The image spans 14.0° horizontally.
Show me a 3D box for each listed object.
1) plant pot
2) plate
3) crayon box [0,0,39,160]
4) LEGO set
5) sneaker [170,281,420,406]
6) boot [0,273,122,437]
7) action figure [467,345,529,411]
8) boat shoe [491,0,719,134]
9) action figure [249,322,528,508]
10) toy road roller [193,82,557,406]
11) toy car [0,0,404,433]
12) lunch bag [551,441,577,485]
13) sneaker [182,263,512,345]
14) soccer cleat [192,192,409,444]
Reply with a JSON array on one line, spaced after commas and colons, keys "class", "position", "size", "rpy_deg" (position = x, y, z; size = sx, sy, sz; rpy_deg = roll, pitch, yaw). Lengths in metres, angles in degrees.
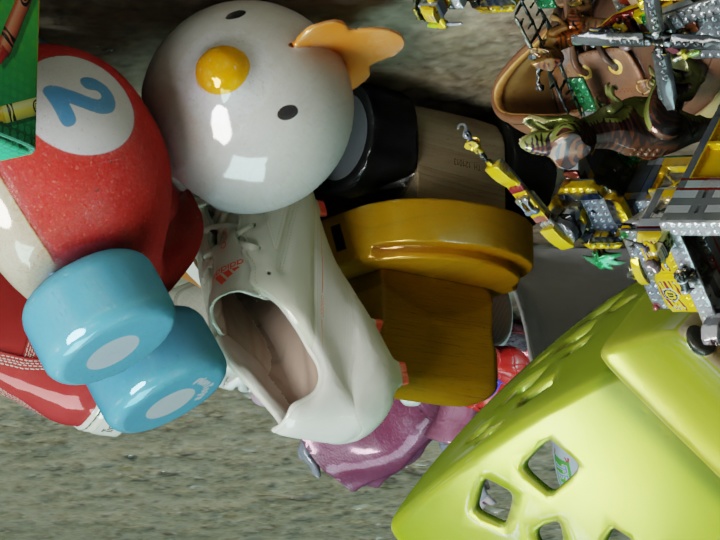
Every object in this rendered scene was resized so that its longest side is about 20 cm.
[{"class": "plant pot", "position": [0.167, 0.095, 1.365], "size": [0.182, 0.199, 0.200], "rpy_deg": [-48, 177, 37]}, {"class": "plate", "position": [0.183, 0.036, 1.603], "size": [0.199, 0.032, 0.200], "rpy_deg": [1, -159, -4]}, {"class": "crayon box", "position": [-0.220, -0.092, 1.177], "size": [0.200, 0.119, 0.058], "rpy_deg": [-11, 161, 33]}, {"class": "LEGO set", "position": [0.100, -0.056, 1.161], "size": [0.154, 0.116, 0.200], "rpy_deg": [7, 137, 28]}, {"class": "sneaker", "position": [-0.025, 0.028, 1.726], "size": [0.200, 0.075, 0.081], "rpy_deg": [4, 150, -23]}, {"class": "boot", "position": [-0.180, -0.014, 1.397], "size": [0.144, 0.200, 0.072], "rpy_deg": [18, 122, -23]}, {"class": "action figure", "position": [0.019, 0.052, 1.566], "size": [0.200, 0.052, 0.065], "rpy_deg": [10, 165, -9]}, {"class": "boat shoe", "position": [0.115, -0.094, 1.261], "size": [0.067, 0.072, 0.200], "rpy_deg": [6, 163, -17]}, {"class": "action figure", "position": [0.054, 0.065, 1.850], "size": [0.149, 0.134, 0.200], "rpy_deg": [47, 134, -8]}, {"class": "toy road roller", "position": [0.000, 0.000, 1.459], "size": [0.123, 0.146, 0.200], "rpy_deg": [12, 160, -36]}, {"class": "toy car", "position": [-0.075, -0.065, 1.276], "size": [0.200, 0.184, 0.177], "rpy_deg": [-31, 161, 1]}, {"class": "lunch bag", "position": [0.200, 0.061, 1.694], "size": [0.200, 0.160, 0.076], "rpy_deg": [0, 134, 6]}, {"class": "sneaker", "position": [-0.013, 0.002, 1.626], "size": [0.200, 0.073, 0.085], "rpy_deg": [19, 161, -23]}, {"class": "soccer cleat", "position": [-0.050, -0.006, 1.370], "size": [0.078, 0.200, 0.069], "rpy_deg": [-3, 144, -46]}]
